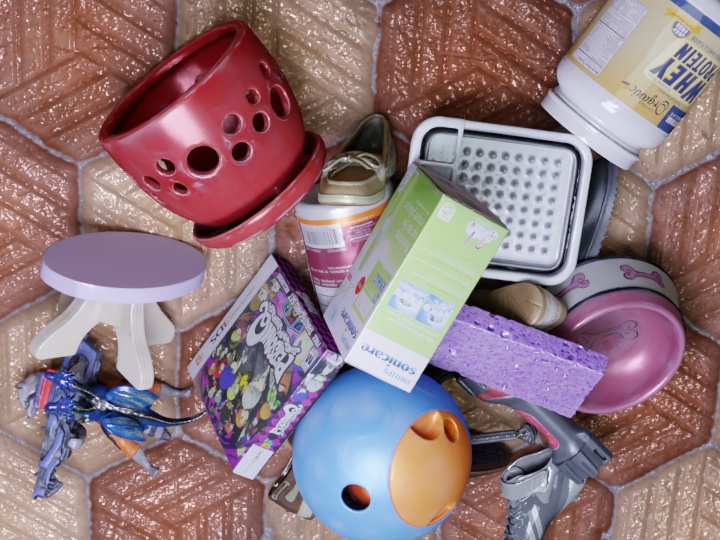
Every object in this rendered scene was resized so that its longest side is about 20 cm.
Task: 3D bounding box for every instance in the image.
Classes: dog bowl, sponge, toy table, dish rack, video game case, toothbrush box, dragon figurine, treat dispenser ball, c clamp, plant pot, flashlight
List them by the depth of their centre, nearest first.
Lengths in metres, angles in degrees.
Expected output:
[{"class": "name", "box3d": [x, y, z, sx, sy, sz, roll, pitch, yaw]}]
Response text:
[{"class": "toothbrush box", "box3d": [0.054, 0.004, 1.468, 0.086, 0.146, 0.200, 26, 102, -17]}, {"class": "plant pot", "box3d": [-0.148, -0.138, 1.494, 0.200, 0.200, 0.183, -36, 111, 10]}, {"class": "sponge", "box3d": [0.164, 0.096, 1.552, 0.200, 0.030, 0.112, 21, 147, -2]}, {"class": "dish rack", "box3d": [0.148, -0.078, 1.552, 0.200, 0.044, 0.172, 8, 101, 1]}, {"class": "treat dispenser ball", "box3d": [0.024, 0.204, 1.554, 0.200, 0.201, 0.201, -1, 110, -2]}, {"class": "toy table", "box3d": [-0.274, 0.038, 1.573, 0.200, 0.184, 0.117, 2, 119, -33]}, {"class": "dragon figurine", "box3d": [-0.264, 0.158, 1.573, 0.200, 0.099, 0.059, 17, 84, -15]}, {"class": "video game case", "box3d": [-0.111, 0.106, 1.586, 0.036, 0.200, 0.181, 26, 109, -36]}, {"class": "dog bowl", "box3d": [0.288, 0.083, 1.628, 0.200, 0.074, 0.200, -7, 126, -9]}, {"class": "flashlight", "box3d": [0.202, 0.172, 1.652, 0.200, 0.068, 0.068, 45, 82, -11]}, {"class": "c clamp", "box3d": [0.137, 0.179, 1.681, 0.200, 0.027, 0.171, -10, 89, -13]}]

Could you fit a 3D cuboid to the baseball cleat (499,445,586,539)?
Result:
[{"class": "baseball cleat", "box3d": [0.196, 0.303, 1.736, 0.106, 0.070, 0.200, 29, 96, -26]}]

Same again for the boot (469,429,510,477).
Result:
[{"class": "boot", "box3d": [0.080, 0.248, 1.727, 0.200, 0.075, 0.097, 3, 135, -14]}]

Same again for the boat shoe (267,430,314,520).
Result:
[{"class": "boat shoe", "box3d": [-0.059, 0.209, 1.692, 0.075, 0.075, 0.203, 21, 108, -3]}]

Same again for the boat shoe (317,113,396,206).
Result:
[{"class": "boat shoe", "box3d": [-0.001, -0.117, 1.507, 0.073, 0.201, 0.063, 3, 110, 15]}]

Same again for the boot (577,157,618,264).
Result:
[{"class": "boot", "box3d": [0.182, -0.070, 1.608, 0.200, 0.066, 0.165, 12, 107, -2]}]

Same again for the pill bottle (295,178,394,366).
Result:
[{"class": "pill bottle", "box3d": [0.000, 0.000, 1.594, 0.114, 0.114, 0.200, -12, 110, 2]}]

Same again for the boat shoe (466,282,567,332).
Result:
[{"class": "boat shoe", "box3d": [0.150, 0.056, 1.609, 0.069, 0.200, 0.074, 15, 76, -41]}]

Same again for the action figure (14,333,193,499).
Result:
[{"class": "action figure", "box3d": [-0.321, 0.183, 1.657, 0.193, 0.105, 0.200, 22, 83, -5]}]

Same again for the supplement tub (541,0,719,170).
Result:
[{"class": "supplement tub", "box3d": [0.303, -0.223, 1.509, 0.144, 0.144, 0.200, 33, 105, -13]}]
